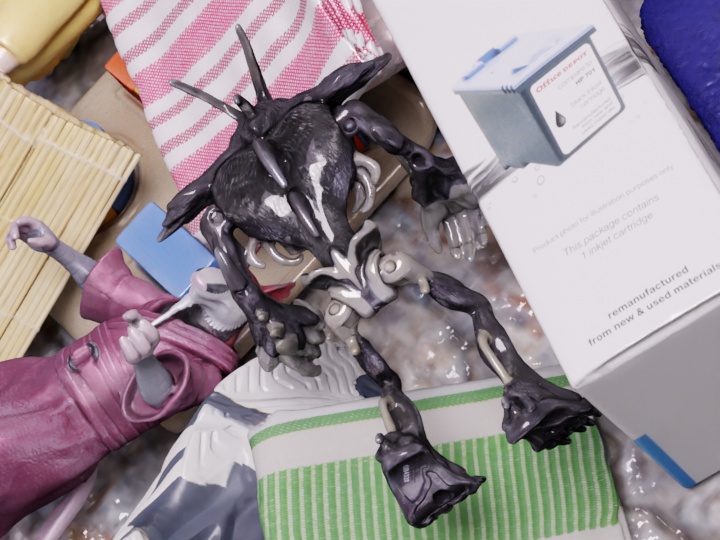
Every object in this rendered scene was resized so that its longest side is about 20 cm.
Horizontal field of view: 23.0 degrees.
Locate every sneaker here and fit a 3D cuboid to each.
[{"bbox_3d":[-0.067,0.121,0.767,0.130,0.079,0.199,-48,8,50],"label":"sneaker"}]

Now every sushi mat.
[{"bbox_3d":[-0.195,0.006,0.844,0.096,0.012,0.200,31,94,-4],"label":"sushi mat"}]

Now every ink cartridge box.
[{"bbox_3d":[0.100,-0.032,0.703,0.086,0.146,0.200,-33,57,11],"label":"ink cartridge box"}]

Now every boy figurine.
[{"bbox_3d":[-0.163,-0.117,0.903,0.064,0.124,0.200,43,92,-3],"label":"boy figurine"}]

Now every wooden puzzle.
[{"bbox_3d":[-0.087,-0.050,0.869,0.185,0.046,0.200,39,90,34],"label":"wooden puzzle"}]

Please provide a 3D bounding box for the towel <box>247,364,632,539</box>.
[{"bbox_3d":[0.045,0.136,0.691,0.152,0.023,0.200,-8,61,-14],"label":"towel"}]

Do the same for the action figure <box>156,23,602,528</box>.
[{"bbox_3d":[0.000,0.000,0.694,0.119,0.102,0.200,-35,70,4],"label":"action figure"}]

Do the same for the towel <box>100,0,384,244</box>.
[{"bbox_3d":[-0.071,-0.128,0.779,0.146,0.030,0.200,-43,63,45],"label":"towel"}]

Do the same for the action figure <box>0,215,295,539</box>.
[{"bbox_3d":[-0.112,0.060,0.777,0.200,0.149,0.134,-28,35,0],"label":"action figure"}]

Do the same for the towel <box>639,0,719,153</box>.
[{"bbox_3d":[0.228,-0.112,0.735,0.200,0.050,0.148,-32,51,12],"label":"towel"}]

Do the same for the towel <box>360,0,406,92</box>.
[{"bbox_3d":[0.044,-0.170,0.820,0.200,0.032,0.191,-34,32,10],"label":"towel"}]
